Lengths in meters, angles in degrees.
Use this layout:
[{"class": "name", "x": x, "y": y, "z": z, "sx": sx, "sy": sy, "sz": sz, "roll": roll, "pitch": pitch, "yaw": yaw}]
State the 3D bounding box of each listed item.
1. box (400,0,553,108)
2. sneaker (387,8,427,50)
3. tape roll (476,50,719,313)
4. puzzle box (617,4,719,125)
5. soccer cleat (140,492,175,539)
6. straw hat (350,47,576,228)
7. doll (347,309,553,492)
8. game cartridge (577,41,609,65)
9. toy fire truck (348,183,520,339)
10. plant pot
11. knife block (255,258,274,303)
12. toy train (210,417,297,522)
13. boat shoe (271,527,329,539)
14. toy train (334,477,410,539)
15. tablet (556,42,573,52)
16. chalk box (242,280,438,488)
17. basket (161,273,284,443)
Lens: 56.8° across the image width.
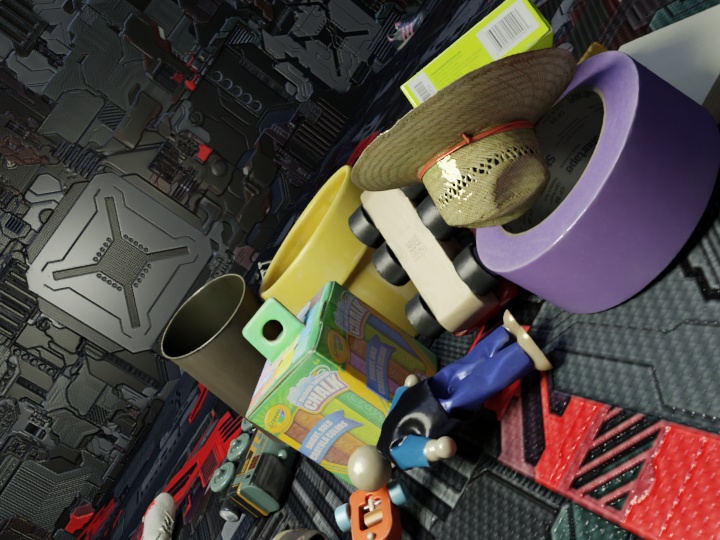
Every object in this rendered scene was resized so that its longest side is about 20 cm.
[{"class": "box", "x": 0.116, "y": -0.170, "z": 0.617, "sx": 0.121, "sy": 0.048, "sz": 0.200, "roll": -37, "pitch": -7, "yaw": 14}, {"class": "sneaker", "x": 0.182, "y": -0.961, "z": 2.622, "sx": 0.200, "sy": 0.082, "sz": 0.071, "roll": -44, "pitch": 18, "yaw": 39}, {"class": "tape roll", "x": 0.189, "y": -0.072, "z": 0.560, "sx": 0.201, "sy": 0.084, "sz": 0.201, "roll": -56, "pitch": 17, "yaw": 28}, {"class": "puzzle box", "x": 0.289, "y": -0.182, "z": 0.640, "sx": 0.134, "sy": 0.025, "sz": 0.200, "roll": -59, "pitch": 14, "yaw": -5}, {"class": "soccer cleat", "x": -0.384, "y": 0.510, "z": 1.264, "sx": 0.085, "sy": 0.069, "sz": 0.201, "roll": -36, "pitch": 25, "yaw": 30}, {"class": "straw hat", "x": 0.099, "y": -0.079, "z": 0.535, "sx": 0.199, "sy": 0.086, "sz": 0.201, "roll": -23, "pitch": -13, "yaw": -5}, {"class": "doll", "x": 0.067, "y": 0.120, "z": 0.570, "sx": 0.199, "sy": 0.049, "sz": 0.137, "roll": -40, "pitch": 16, "yaw": 8}, {"class": "game cartridge", "x": 0.193, "y": -0.142, "z": 0.737, "sx": 0.201, "sy": 0.032, "sz": 0.176, "roll": -55, "pitch": -8, "yaw": 5}, {"class": "toy fire truck", "x": 0.097, "y": -0.015, "z": 0.722, "sx": 0.199, "sy": 0.177, "sz": 0.129, "roll": -2, "pitch": -38, "yaw": -52}, {"class": "plant pot", "x": 0.000, "y": 0.000, "z": 0.861, "sx": 0.201, "sy": 0.188, "sz": 0.201, "roll": -51, "pitch": 15, "yaw": 20}, {"class": "knife block", "x": -0.094, "y": -0.001, "z": 1.203, "sx": 0.064, "sy": 0.175, "sz": 0.201, "roll": -37, "pitch": 23, "yaw": 48}, {"class": "toy train", "x": -0.136, "y": 0.264, "z": 0.961, "sx": 0.113, "sy": 0.085, "sz": 0.201, "roll": -27, "pitch": 26, "yaw": 36}, {"class": "boat shoe", "x": -0.080, "y": 0.331, "z": 0.624, "sx": 0.073, "sy": 0.074, "sz": 0.201, "roll": -44, "pitch": 20, "yaw": 40}, {"class": "toy train", "x": -0.031, "y": 0.272, "z": 0.579, "sx": 0.199, "sy": 0.056, "sz": 0.151, "roll": -31, "pitch": 30, "yaw": 8}, {"class": "tablet", "x": 0.132, "y": -0.140, "z": 0.646, "sx": 0.130, "sy": 0.014, "sz": 0.200, "roll": -35, "pitch": -8, "yaw": 1}, {"class": "chalk box", "x": -0.031, "y": 0.109, "z": 0.698, "sx": 0.125, "sy": 0.199, "sz": 0.124, "roll": -47, "pitch": 16, "yaw": 30}, {"class": "basket", "x": -0.141, "y": 0.123, "z": 0.878, "sx": 0.136, "sy": 0.200, "sz": 0.180, "roll": -47, "pitch": 25, "yaw": -13}]
